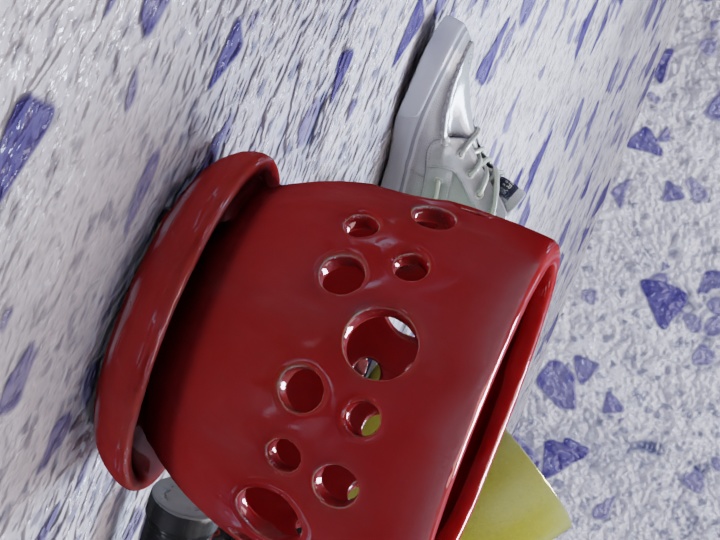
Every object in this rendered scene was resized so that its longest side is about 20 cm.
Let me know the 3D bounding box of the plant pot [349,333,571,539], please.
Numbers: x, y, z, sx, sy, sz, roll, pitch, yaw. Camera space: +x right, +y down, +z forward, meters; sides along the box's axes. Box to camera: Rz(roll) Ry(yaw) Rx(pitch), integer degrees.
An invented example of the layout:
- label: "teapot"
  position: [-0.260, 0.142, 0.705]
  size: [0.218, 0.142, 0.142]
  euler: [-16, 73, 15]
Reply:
- label: "plant pot"
  position: [0.046, 0.170, 2.055]
  size: [0.142, 0.200, 0.200]
  euler: [-40, 167, -6]

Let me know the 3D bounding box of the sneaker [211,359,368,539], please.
- label: "sneaker"
  position: [-0.055, 0.085, 1.574]
  size: [0.200, 0.078, 0.082]
  euler: [-71, -162, -4]

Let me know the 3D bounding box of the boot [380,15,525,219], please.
- label: "boot"
  position: [0.071, -0.076, 1.785]
  size: [0.074, 0.095, 0.200]
  euler: [-58, 167, -47]

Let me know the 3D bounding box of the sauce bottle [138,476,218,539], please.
- label: "sauce bottle"
  position: [-0.120, 0.206, 1.458]
  size: [0.065, 0.065, 0.200]
  euler: [-52, 163, -60]

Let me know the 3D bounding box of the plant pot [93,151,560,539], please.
- label: "plant pot"
  position: [-0.018, 0.045, 1.281]
  size: [0.200, 0.182, 0.201]
  euler: [23, 90, -81]
